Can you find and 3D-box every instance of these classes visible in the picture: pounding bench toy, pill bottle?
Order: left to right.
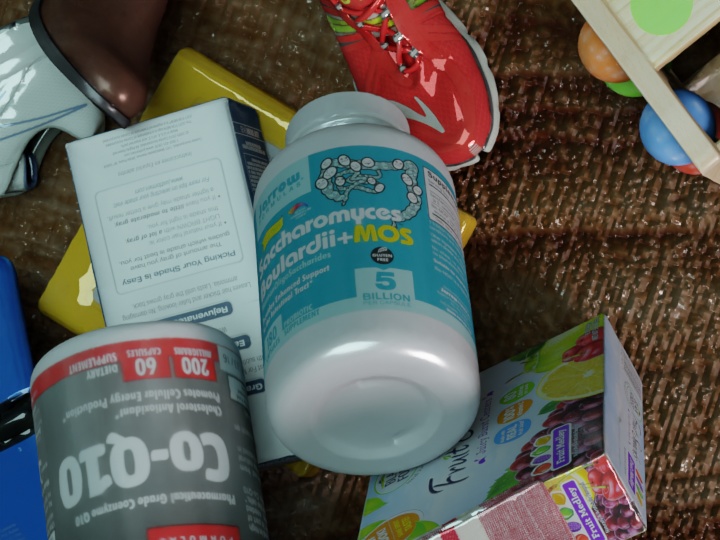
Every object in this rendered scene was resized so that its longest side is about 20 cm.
[{"bbox_3d":[-0.103,0.137,1.468,0.114,0.114,0.201,-17,66,14],"label":"pill bottle"},{"bbox_3d":[0.000,0.000,1.506,0.110,0.111,0.200,-19,47,14],"label":"pill bottle"},{"bbox_3d":[0.179,-0.160,1.518,0.156,0.124,0.200,-38,77,11],"label":"pounding bench toy"}]

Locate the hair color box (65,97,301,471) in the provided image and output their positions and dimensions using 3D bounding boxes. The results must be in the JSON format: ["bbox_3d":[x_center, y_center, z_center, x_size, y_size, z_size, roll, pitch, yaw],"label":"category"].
[{"bbox_3d":[-0.088,0.015,1.586,0.100,0.061,0.201,-15,83,14],"label":"hair color box"}]

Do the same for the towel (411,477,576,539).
[{"bbox_3d":[0.032,0.205,1.384,0.200,0.023,0.144,-27,97,3],"label":"towel"}]

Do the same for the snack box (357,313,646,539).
[{"bbox_3d":[0.075,0.104,1.490,0.142,0.200,0.053,-27,104,13],"label":"snack box"}]

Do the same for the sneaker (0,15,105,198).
[{"bbox_3d":[-0.238,-0.070,1.662,0.200,0.075,0.087,-30,89,15],"label":"sneaker"}]

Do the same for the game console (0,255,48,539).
[{"bbox_3d":[-0.247,0.120,1.635,0.200,0.118,0.171,-26,111,14],"label":"game console"}]

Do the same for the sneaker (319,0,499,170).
[{"bbox_3d":[0.007,-0.144,1.587,0.077,0.085,0.200,-31,78,13],"label":"sneaker"}]

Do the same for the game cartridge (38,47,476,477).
[{"bbox_3d":[-0.060,-0.003,1.624,0.200,0.032,0.177,31,95,17],"label":"game cartridge"}]

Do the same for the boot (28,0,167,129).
[{"bbox_3d":[-0.088,-0.187,1.589,0.200,0.188,0.068,-36,120,15],"label":"boot"}]
